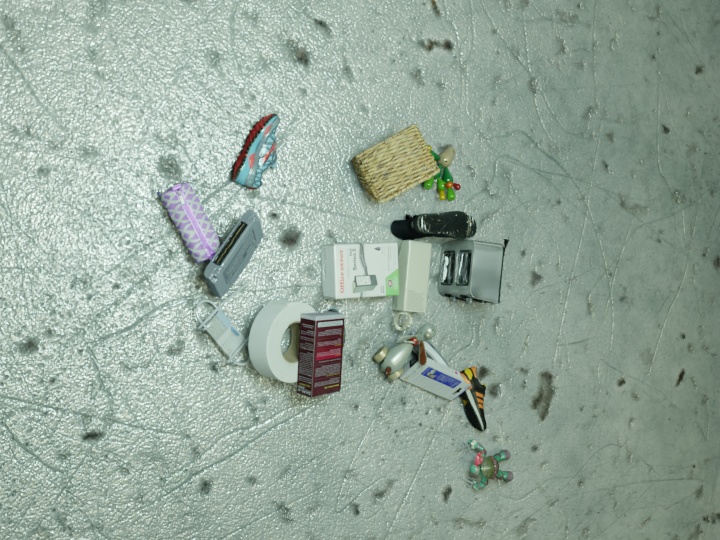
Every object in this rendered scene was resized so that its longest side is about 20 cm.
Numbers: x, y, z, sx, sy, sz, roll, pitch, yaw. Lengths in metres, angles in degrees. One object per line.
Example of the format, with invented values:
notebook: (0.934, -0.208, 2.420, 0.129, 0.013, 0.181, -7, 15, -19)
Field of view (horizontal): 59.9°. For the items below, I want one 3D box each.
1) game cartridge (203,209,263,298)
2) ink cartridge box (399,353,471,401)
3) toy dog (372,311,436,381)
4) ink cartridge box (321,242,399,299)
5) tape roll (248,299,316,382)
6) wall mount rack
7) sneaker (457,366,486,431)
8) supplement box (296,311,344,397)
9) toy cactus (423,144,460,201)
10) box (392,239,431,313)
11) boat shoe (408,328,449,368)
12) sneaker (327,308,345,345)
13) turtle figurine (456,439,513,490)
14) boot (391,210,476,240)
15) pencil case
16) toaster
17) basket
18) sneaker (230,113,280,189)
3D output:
game cartridge: (-0.305, -0.036, 1.515, 0.040, 0.134, 0.201, 25, 67, 13)
ink cartridge box: (0.218, 0.312, 1.809, 0.199, 0.095, 0.037, 28, 37, -21)
toy dog: (0.119, 0.225, 1.719, 0.131, 0.096, 0.202, 27, 106, -3)
ink cartridge box: (0.000, 0.000, 1.701, 0.198, 0.084, 0.148, -3, 92, -28)
tape roll: (-0.186, 0.175, 1.572, 0.201, 0.070, 0.206, -9, 102, -50)
wall mount rack: (-0.306, 0.132, 1.549, 0.201, 0.074, 0.174, 53, 49, -19)
sneaker: (0.356, 0.389, 1.898, 0.089, 0.070, 0.202, -28, 101, -21)
supplement box: (-0.100, 0.209, 1.579, 0.108, 0.060, 0.203, 1, 94, -49)
toy cactus: (0.232, -0.305, 1.826, 0.200, 0.102, 0.166, 42, 62, -11)
box: (0.147, 0.018, 1.787, 0.081, 0.068, 0.203, 8, 86, -28)
boat shoe: (0.195, 0.253, 1.819, 0.066, 0.070, 0.200, -38, 122, 8)
sneaker: (-0.090, 0.201, 1.661, 0.081, 0.073, 0.203, 5, 87, -26)
turtle figurine: (0.379, 0.599, 1.901, 0.198, 0.100, 0.152, 9, 86, -33)
boot: (0.203, -0.124, 1.759, 0.198, 0.168, 0.078, 1, 90, -22)
pencil case: (-0.399, -0.115, 1.490, 0.084, 0.085, 0.202, -34, 107, -28)
toaster: (0.325, -0.004, 1.818, 0.117, 0.180, 0.203, 7, 88, -26)
basket: (0.090, -0.284, 1.704, 0.198, 0.143, 0.150, -30, 97, -6)
sneaker: (-0.249, -0.299, 1.584, 0.095, 0.079, 0.202, 30, 85, -34)
